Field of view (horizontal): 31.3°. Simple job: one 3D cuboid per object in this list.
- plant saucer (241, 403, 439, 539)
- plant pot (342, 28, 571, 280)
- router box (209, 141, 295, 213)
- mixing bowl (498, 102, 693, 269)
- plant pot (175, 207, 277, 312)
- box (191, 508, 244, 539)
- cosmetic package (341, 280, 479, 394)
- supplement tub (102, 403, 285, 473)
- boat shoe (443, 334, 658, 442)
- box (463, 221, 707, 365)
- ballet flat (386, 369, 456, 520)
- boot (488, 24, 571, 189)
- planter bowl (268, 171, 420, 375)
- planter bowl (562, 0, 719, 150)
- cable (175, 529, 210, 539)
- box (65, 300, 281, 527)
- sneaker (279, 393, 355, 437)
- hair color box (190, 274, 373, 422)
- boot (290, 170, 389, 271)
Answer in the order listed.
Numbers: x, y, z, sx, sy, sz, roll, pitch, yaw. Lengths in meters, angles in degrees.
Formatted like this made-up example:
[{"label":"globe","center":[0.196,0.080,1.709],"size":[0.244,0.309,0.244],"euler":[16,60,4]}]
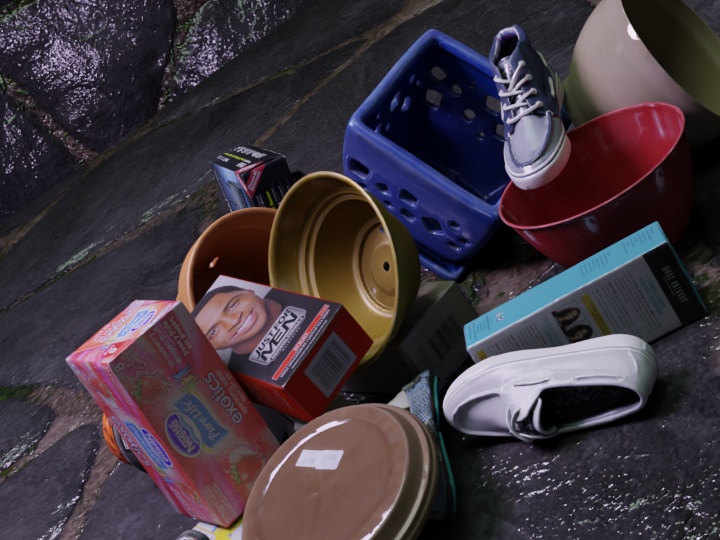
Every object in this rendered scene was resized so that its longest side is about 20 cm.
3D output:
[{"label":"plant saucer","center":[-0.025,0.191,1.078],"size":[0.200,0.029,0.200],"euler":[-27,36,22]},{"label":"plant pot","center":[0.094,-0.118,1.457],"size":[0.200,0.200,0.180],"euler":[-51,-10,-35]},{"label":"router box","center":[-0.112,-0.056,1.639],"size":[0.062,0.200,0.150],"euler":[-26,19,-15]},{"label":"mixing bowl","center":[0.249,-0.063,1.264],"size":[0.200,0.108,0.200],"euler":[-30,21,13]},{"label":"plant pot","center":[-0.132,0.043,1.510],"size":[0.200,0.200,0.140],"euler":[-48,8,-32]},{"label":"box","center":[-0.082,0.251,1.168],"size":[0.117,0.048,0.200],"euler":[-44,21,-23]},{"label":"cosmetic package","center":[0.025,0.071,1.357],"size":[0.200,0.073,0.104],"euler":[-3,38,51]},{"label":"supplement tub","center":[-0.186,0.161,1.403],"size":[0.200,0.123,0.123],"euler":[-12,31,45]},{"label":"boat shoe","center":[0.156,0.113,1.097],"size":[0.200,0.072,0.069],"euler":[-12,29,26]},{"label":"box","center":[0.198,0.043,1.150],"size":[0.200,0.082,0.049],"euler":[-29,21,13]},{"label":"ballet flat","center":[0.044,0.150,1.152],"size":[0.074,0.074,0.200],"euler":[-30,20,11]},{"label":"boot","center":[0.164,-0.170,1.321],"size":[0.073,0.090,0.200],"euler":[-26,31,22]},{"label":"planter bowl","center":[0.000,0.000,1.271],"size":[0.083,0.201,0.200],"euler":[-7,0,-40]},{"label":"planter bowl","center":[0.303,-0.200,1.388],"size":[0.135,0.200,0.200],"euler":[-42,13,36]},{"label":"cable","center":[-0.178,0.296,1.119],"size":[0.200,0.097,0.050],"euler":[-32,-11,27]},{"label":"box","center":[-0.170,0.133,1.213],"size":[0.095,0.200,0.103],"euler":[-43,23,-28]},{"label":"sneaker","center":[-0.025,0.170,1.217],"size":[0.076,0.081,0.200],"euler":[-20,23,-7]},{"label":"hair color box","center":[-0.092,0.072,1.242],"size":[0.200,0.061,0.102],"euler":[10,57,49]},{"label":"boot","center":[-0.039,-0.060,1.631],"size":[0.077,0.138,0.200],"euler":[-40,24,-20]}]
